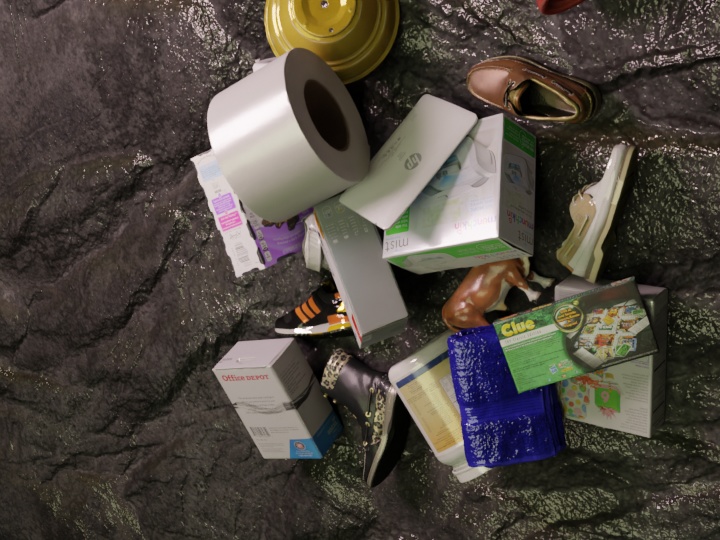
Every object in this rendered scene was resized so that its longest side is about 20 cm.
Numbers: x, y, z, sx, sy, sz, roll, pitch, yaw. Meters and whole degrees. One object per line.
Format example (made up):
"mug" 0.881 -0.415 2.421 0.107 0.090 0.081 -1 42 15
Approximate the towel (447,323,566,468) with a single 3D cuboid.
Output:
"towel" 0.206 0.174 1.528 0.146 0.050 0.203 -11 101 -2

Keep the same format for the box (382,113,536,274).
"box" 0.138 -0.100 1.515 0.198 0.096 0.179 -9 69 39

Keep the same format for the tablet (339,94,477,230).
"tablet" 0.064 -0.152 1.501 0.201 0.014 0.130 -51 39 -4

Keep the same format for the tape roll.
"tape roll" -0.097 -0.185 1.508 0.138 0.202 0.205 -24 92 25

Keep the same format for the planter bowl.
"planter bowl" -0.046 -0.369 1.541 0.197 0.083 0.204 0 90 6

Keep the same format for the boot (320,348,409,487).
"boot" 0.002 0.242 1.817 0.153 0.073 0.206 27 118 30

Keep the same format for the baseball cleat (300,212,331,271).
"baseball cleat" -0.026 -0.005 1.718 0.201 0.106 0.070 58 167 12

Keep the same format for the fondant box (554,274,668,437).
"fondant box" 0.346 0.116 1.510 0.143 0.058 0.203 10 112 34

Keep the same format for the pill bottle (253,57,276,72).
"pill bottle" -0.093 -0.225 1.673 0.118 0.119 0.203 4 110 36

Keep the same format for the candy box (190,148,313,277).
"candy box" -0.158 -0.113 1.735 0.071 0.167 0.202 -17 97 40

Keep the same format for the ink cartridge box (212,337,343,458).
"ink cartridge box" -0.141 0.221 1.876 0.144 0.084 0.202 -7 120 40

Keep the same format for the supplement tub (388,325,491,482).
"supplement tub" 0.147 0.200 1.638 0.144 0.144 0.201 -35 85 40

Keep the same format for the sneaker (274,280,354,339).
"sneaker" -0.065 0.065 1.812 0.199 0.069 0.091 -7 78 45

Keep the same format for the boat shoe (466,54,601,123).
"boat shoe" 0.220 -0.242 1.459 0.198 0.068 0.073 16 118 33

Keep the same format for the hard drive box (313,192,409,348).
"hard drive box" 0.000 0.000 1.605 0.156 0.076 0.202 93 156 -78

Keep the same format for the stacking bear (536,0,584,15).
"stacking bear" 0.225 -0.434 1.362 0.113 0.121 0.202 -35 76 33

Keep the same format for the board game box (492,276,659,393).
"board game box" 0.286 0.087 1.452 0.198 0.023 0.106 -18 99 20

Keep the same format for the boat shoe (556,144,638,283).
"boat shoe" 0.311 -0.080 1.449 0.068 0.075 0.202 25 122 21

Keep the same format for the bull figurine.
"bull figurine" 0.199 0.017 1.565 0.121 0.065 0.201 39 113 14
